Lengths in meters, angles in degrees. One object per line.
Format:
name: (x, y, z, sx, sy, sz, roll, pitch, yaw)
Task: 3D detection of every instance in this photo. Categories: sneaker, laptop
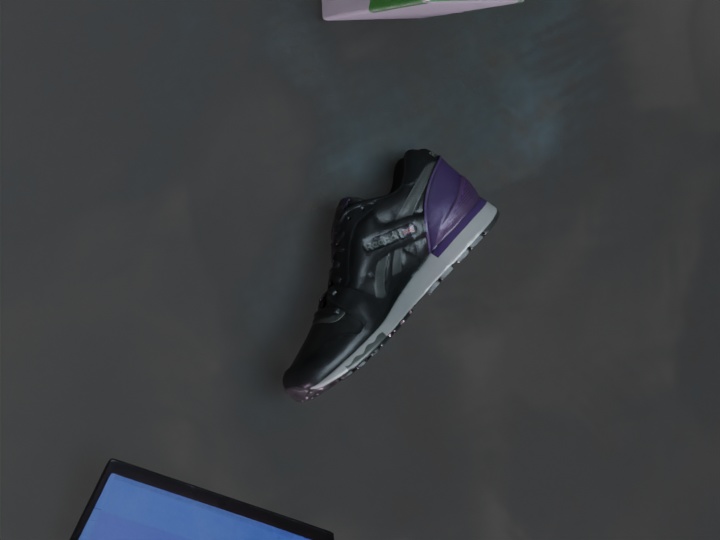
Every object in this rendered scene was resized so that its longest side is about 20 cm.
sneaker: (0.000, 0.000, 1.374, 0.088, 0.076, 0.200, 45, 68, -5)
laptop: (-0.116, 0.254, 1.289, 0.176, 0.103, 0.201, 22, 49, -25)

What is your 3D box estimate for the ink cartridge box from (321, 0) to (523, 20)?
ink cartridge box: (0.036, -0.273, 1.331, 0.083, 0.146, 0.201, -5, 95, -28)
